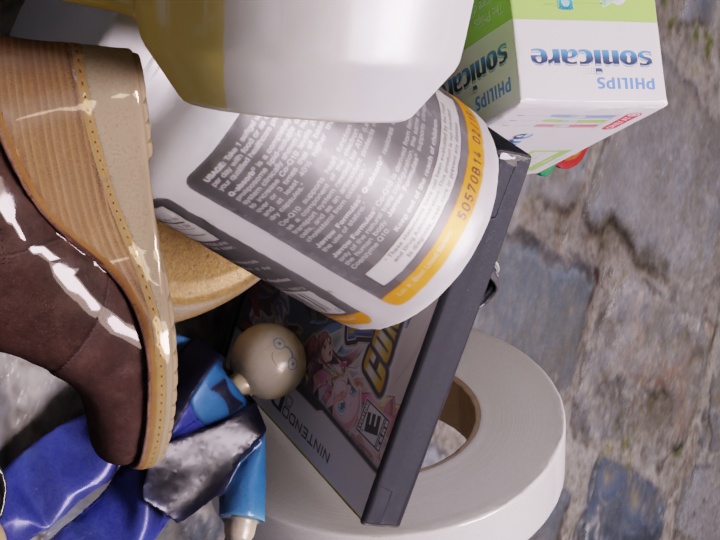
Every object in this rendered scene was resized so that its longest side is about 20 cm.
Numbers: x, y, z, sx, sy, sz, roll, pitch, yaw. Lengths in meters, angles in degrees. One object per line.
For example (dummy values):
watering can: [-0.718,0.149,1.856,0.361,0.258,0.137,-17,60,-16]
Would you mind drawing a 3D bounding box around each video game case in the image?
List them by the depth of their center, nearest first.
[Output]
video game case: [0.000,0.000,0.990,0.025,0.181,0.200,8,110,-32]

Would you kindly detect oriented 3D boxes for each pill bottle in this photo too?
pill bottle: [-0.045,-0.063,0.828,0.200,0.116,0.117,31,76,-33]

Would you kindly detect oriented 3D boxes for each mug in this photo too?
mug: [-0.032,-0.135,0.689,0.149,0.186,0.154,-9,106,-56]

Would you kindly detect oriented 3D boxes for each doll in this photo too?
doll: [-0.101,0.094,0.955,0.200,0.137,0.048,-41,-179,-31]

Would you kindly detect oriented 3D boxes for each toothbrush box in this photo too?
toothbrush box: [0.076,-0.162,0.994,0.086,0.146,0.201,0,79,-22]

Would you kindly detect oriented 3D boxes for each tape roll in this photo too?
tape roll: [0.013,0.094,1.062,0.203,0.202,0.037,-42,139,-44]

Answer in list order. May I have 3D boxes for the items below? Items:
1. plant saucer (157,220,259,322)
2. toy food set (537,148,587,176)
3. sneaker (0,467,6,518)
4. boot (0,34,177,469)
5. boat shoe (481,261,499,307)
plant saucer: [-0.077,-0.055,0.923,0.200,0.035,0.201,-21,127,-31]
toy food set: [0.131,-0.156,1.278,0.200,0.049,0.199,-37,134,-59]
sneaker: [-0.192,0.116,0.827,0.071,0.083,0.200,-39,137,-43]
boot: [-0.159,0.003,0.749,0.072,0.166,0.200,-110,-166,-55]
boat shoe: [0.053,-0.002,1.081,0.073,0.063,0.200,-38,178,4]
